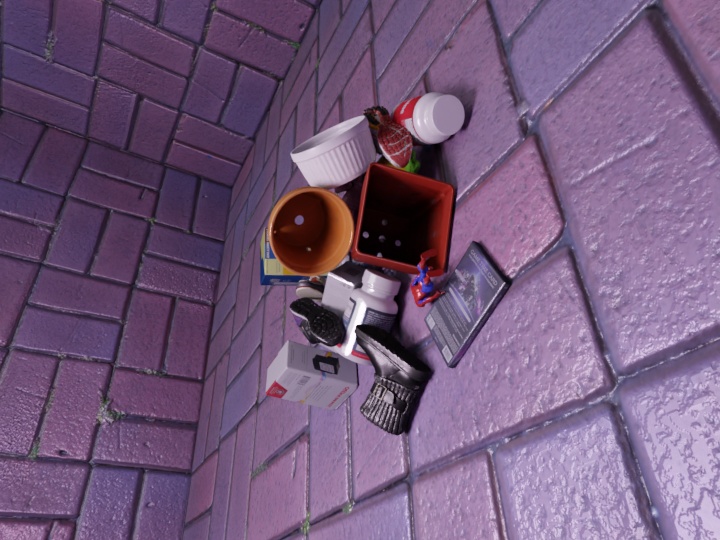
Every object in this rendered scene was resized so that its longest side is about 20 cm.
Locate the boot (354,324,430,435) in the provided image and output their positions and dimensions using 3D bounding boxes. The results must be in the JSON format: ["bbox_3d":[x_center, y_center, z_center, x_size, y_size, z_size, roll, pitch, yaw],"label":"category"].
[{"bbox_3d":[0.037,0.225,1.117,0.210,0.079,0.160,37,110,40],"label":"boot"}]

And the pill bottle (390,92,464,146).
[{"bbox_3d":[0.155,-0.353,1.239,0.200,0.111,0.114,22,95,66],"label":"pill bottle"}]

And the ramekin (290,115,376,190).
[{"bbox_3d":[-0.055,-0.271,1.245,0.198,0.106,0.201,-23,22,10],"label":"ramekin"}]

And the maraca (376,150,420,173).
[{"bbox_3d":[0.092,-0.230,1.303,0.199,0.105,0.140,-167,73,-65],"label":"maraca"}]

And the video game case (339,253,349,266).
[{"bbox_3d":[-0.060,0.023,1.483,0.182,0.023,0.203,-117,29,-67],"label":"video game case"}]

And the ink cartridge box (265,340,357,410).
[{"bbox_3d":[-0.125,0.273,1.358,0.146,0.197,0.084,-51,30,39],"label":"ink cartridge box"}]

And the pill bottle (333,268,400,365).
[{"bbox_3d":[0.022,0.107,1.238,0.119,0.118,0.203,35,107,64],"label":"pill bottle"}]

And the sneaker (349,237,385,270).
[{"bbox_3d":[0.000,0.000,1.402,0.203,0.076,0.076,-68,27,17],"label":"sneaker"}]

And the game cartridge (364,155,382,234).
[{"bbox_3d":[0.037,-0.217,1.508,0.129,0.038,0.203,-39,42,46],"label":"game cartridge"}]

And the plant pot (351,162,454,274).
[{"bbox_3d":[0.074,-0.094,1.182,0.176,0.197,0.203,146,136,-71],"label":"plant pot"}]

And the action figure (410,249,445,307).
[{"bbox_3d":[0.133,0.027,1.065,0.201,0.051,0.066,100,153,-66],"label":"action figure"}]

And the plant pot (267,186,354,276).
[{"bbox_3d":[-0.129,-0.105,1.240,0.203,0.197,0.140,-69,26,11],"label":"plant pot"}]

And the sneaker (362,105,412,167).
[{"bbox_3d":[0.068,-0.308,1.260,0.083,0.077,0.202,81,168,-50],"label":"sneaker"}]

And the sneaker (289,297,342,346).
[{"bbox_3d":[-0.097,0.142,1.269,0.199,0.075,0.089,35,142,52],"label":"sneaker"}]

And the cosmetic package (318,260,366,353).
[{"bbox_3d":[-0.046,0.092,1.344,0.113,0.080,0.203,-32,-38,-60],"label":"cosmetic package"}]

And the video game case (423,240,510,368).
[{"bbox_3d":[0.196,0.064,1.011,0.202,0.019,0.144,-61,27,25],"label":"video game case"}]

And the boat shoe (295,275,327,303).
[{"bbox_3d":[-0.109,0.043,1.359,0.070,0.200,0.064,-1,79,20],"label":"boat shoe"}]

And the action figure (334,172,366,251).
[{"bbox_3d":[-0.030,-0.166,1.322,0.149,0.132,0.203,-120,50,-70],"label":"action figure"}]

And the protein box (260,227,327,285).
[{"bbox_3d":[-0.192,-0.035,1.569,0.198,0.196,0.137,145,124,-72],"label":"protein box"}]
